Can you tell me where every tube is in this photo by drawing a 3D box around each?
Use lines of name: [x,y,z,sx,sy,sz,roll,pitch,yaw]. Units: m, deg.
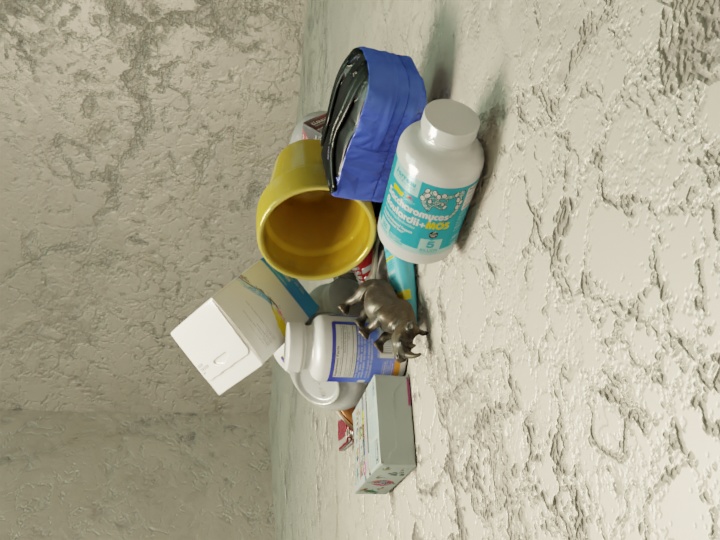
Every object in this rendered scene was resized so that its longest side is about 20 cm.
tube: [0.067,0.003,1.232,0.077,0.050,0.203,123,142,-72]

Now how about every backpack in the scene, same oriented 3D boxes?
backpack: [0.030,-0.230,1.144,0.163,0.165,0.202,-112,31,-48]

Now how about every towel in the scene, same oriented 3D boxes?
towel: [-0.039,0.310,1.760,0.144,0.022,0.203,116,154,-66]

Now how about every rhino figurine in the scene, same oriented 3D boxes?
rhino figurine: [0.042,0.078,1.167,0.088,0.060,0.200,-48,37,2]

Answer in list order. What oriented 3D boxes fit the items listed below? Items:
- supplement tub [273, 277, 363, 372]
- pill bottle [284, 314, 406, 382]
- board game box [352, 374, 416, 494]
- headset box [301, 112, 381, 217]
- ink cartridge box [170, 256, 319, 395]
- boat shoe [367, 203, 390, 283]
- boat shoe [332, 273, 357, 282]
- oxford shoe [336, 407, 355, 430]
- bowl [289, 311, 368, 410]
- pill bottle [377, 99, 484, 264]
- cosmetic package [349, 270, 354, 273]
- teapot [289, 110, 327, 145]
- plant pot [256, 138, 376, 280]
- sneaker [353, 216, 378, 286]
supplement tub: [-0.076,0.116,1.526,0.199,0.144,0.147,-38,44,38]
pill bottle: [-0.028,0.133,1.275,0.112,0.197,0.114,-177,90,-79]
board game box: [0.035,0.282,1.274,0.201,0.063,0.149,114,157,-59]
headset box: [-0.037,-0.194,1.425,0.199,0.075,0.150,33,135,29]
ink cartridge box: [-0.205,0.092,1.357,0.147,0.145,0.200,-36,5,37]
boat shoe: [0.050,-0.034,1.322,0.067,0.056,0.203,-110,29,-78]
boat shoe: [-0.022,-0.038,1.619,0.061,0.071,0.204,149,125,-82]
oxford shoe: [-0.035,0.257,1.654,0.071,0.071,0.201,45,-164,-49]
bowl: [-0.063,0.187,1.408,0.090,0.199,0.203,-42,-33,-55]
pill bottle: [0.090,-0.112,0.952,0.201,0.109,0.112,103,165,-46]
cosmetic package: [-0.055,-0.047,1.458,0.108,0.197,0.086,-127,43,-76]
teapot: [-0.057,-0.254,1.673,0.198,0.144,0.202,-48,-42,-41]
plant pot: [-0.080,-0.119,1.289,0.190,0.198,0.202,-99,16,-47]
sneaker: [0.000,0.000,1.387,0.071,0.111,0.203,-140,54,-74]
